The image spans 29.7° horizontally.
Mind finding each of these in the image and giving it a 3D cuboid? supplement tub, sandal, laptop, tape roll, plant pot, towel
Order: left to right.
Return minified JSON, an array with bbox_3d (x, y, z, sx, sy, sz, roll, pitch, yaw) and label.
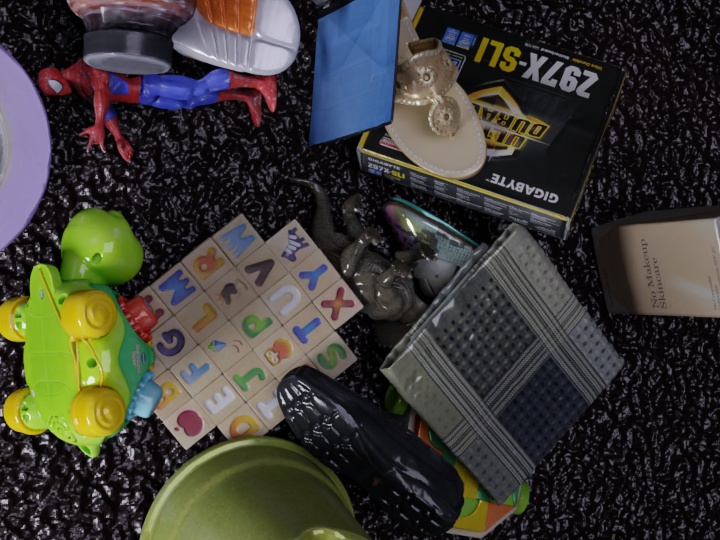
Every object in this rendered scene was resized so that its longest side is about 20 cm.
[{"bbox_3d":[-0.348,-0.094,1.061,0.199,0.085,0.201,1,88,-23],"label":"tape roll"},{"bbox_3d":[-0.180,-0.262,1.080,0.106,0.107,0.201,5,86,-22],"label":"supplement tub"},{"bbox_3d":[-0.147,-0.223,1.159,0.206,0.059,0.080,18,88,4],"label":"sandal"},{"bbox_3d":[-0.062,0.252,1.107,0.199,0.184,0.202,-3,96,-23],"label":"plant pot"},{"bbox_3d":[-0.048,-0.220,1.132,0.200,0.187,0.116,42,74,-17],"label":"laptop"},{"bbox_3d":[0.040,-0.177,1.164,0.077,0.070,0.212,-26,75,-2],"label":"sandal"},{"bbox_3d":[0.130,0.083,1.231,0.193,0.034,0.200,-46,117,-14],"label":"towel"}]

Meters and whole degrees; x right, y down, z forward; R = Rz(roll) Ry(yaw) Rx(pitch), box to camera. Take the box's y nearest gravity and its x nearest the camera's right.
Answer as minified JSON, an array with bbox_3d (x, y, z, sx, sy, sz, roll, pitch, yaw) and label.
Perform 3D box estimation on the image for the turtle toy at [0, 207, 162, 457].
[{"bbox_3d":[-0.217,0.049,1.093,0.101,0.145,0.201,-4,90,-42],"label":"turtle toy"}]

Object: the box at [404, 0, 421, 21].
[{"bbox_3d":[0.031,-0.247,1.246,0.039,0.041,0.201,29,77,-19],"label":"box"}]

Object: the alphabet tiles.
[{"bbox_3d":[-0.104,0.056,1.170,0.200,0.006,0.167,-38,104,-2],"label":"alphabet tiles"}]

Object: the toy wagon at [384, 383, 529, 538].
[{"bbox_3d":[0.096,0.143,1.264,0.154,0.040,0.201,13,84,-22],"label":"toy wagon"}]

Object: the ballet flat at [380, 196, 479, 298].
[{"bbox_3d":[0.098,0.002,1.257,0.199,0.069,0.071,25,86,-24],"label":"ballet flat"}]

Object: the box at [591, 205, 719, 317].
[{"bbox_3d":[0.308,-0.009,1.269,0.077,0.200,0.095,-14,94,-22],"label":"box"}]

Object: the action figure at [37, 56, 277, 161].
[{"bbox_3d":[-0.172,-0.128,1.141,0.199,0.065,0.100,6,73,-22],"label":"action figure"}]

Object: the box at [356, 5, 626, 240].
[{"bbox_3d":[0.118,-0.135,1.216,0.199,0.049,0.160,20,69,11],"label":"box"}]

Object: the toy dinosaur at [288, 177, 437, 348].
[{"bbox_3d":[0.000,0.000,1.202,0.200,0.102,0.077,36,36,-2],"label":"toy dinosaur"}]

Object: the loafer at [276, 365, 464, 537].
[{"bbox_3d":[0.011,0.150,1.185,0.200,0.068,0.070,42,40,-11],"label":"loafer"}]
